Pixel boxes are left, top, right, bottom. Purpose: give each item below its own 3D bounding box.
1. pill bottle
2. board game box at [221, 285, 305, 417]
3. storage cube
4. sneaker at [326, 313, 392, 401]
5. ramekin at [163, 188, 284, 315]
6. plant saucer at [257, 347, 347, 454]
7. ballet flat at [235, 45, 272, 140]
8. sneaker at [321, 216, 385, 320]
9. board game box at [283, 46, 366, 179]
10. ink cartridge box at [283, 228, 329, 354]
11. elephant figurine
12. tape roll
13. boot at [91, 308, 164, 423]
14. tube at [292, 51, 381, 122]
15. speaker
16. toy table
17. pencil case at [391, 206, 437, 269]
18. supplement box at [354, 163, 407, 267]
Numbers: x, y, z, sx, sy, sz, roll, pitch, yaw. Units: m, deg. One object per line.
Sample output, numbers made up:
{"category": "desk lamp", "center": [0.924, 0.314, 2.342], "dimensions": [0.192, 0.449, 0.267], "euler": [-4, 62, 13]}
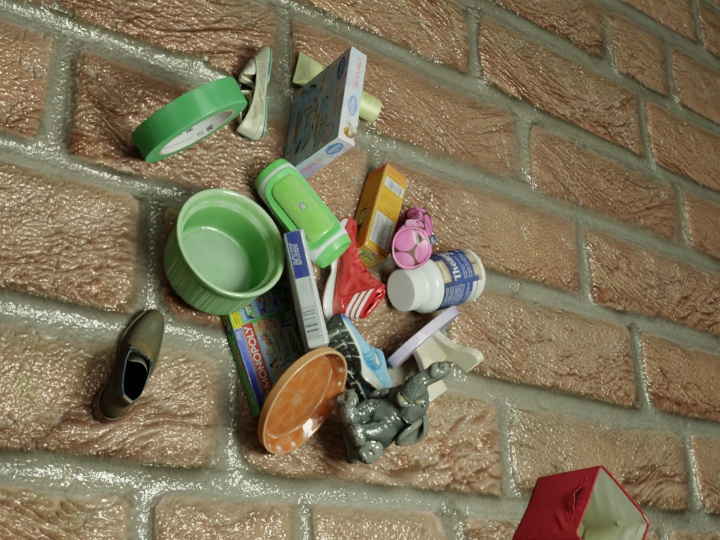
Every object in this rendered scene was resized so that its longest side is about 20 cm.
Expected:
{"category": "pill bottle", "center": [0.150, 0.023, 1.878], "dimensions": [0.197, 0.110, 0.113], "euler": [-12, 81, -41]}
{"category": "board game box", "center": [-0.160, 0.138, 1.635], "dimensions": [0.133, 0.029, 0.204], "euler": [-14, 83, -42]}
{"category": "storage cube", "center": [0.444, 0.524, 1.884], "dimensions": [0.200, 0.179, 0.172], "euler": [47, 51, -14]}
{"category": "sneaker", "center": [-0.002, 0.162, 1.733], "dimensions": [0.203, 0.077, 0.090], "euler": [62, 34, -20]}
{"category": "ramekin", "center": [-0.234, -0.025, 1.571], "dimensions": [0.197, 0.098, 0.204], "euler": [19, 53, -26]}
{"category": "plant saucer", "center": [-0.100, 0.216, 1.572], "dimensions": [0.032, 0.204, 0.198], "euler": [32, 39, 29]}
{"category": "ballet flat", "center": [-0.204, -0.344, 1.762], "dimensions": [0.061, 0.067, 0.205], "euler": [11, 66, -25]}
{"category": "sneaker", "center": [0.000, 0.000, 1.752], "dimensions": [0.078, 0.113, 0.205], "euler": [53, 44, -69]}
{"category": "board game box", "center": [-0.071, -0.287, 1.757], "dimensions": [0.041, 0.198, 0.204], "euler": [23, 60, -30]}
{"category": "ink cartridge box", "center": [-0.099, 0.050, 1.636], "dimensions": [0.042, 0.200, 0.201], "euler": [-12, 78, -9]}
{"category": "elephant figurine", "center": [0.064, 0.249, 1.632], "dimensions": [0.197, 0.155, 0.144], "euler": [-24, 101, -15]}
{"category": "tape roll", "center": [-0.285, -0.252, 1.567], "dimensions": [0.199, 0.199, 0.049], "euler": [-32, 94, -42]}
{"category": "boot", "center": [-0.337, 0.138, 1.444], "dimensions": [0.074, 0.096, 0.203], "euler": [35, 55, -23]}
{"category": "tube", "center": [-0.048, -0.369, 1.911], "dimensions": [0.197, 0.052, 0.058], "euler": [26, 18, -24]}
{"category": "speaker", "center": [-0.106, -0.105, 1.709], "dimensions": [0.088, 0.089, 0.201], "euler": [-32, 79, -41]}
{"category": "toy table", "center": [0.151, 0.165, 1.795], "dimensions": [0.199, 0.184, 0.118], "euler": [-34, 79, -31]}
{"category": "pencil case", "center": [0.105, -0.069, 1.828], "dimensions": [0.200, 0.089, 0.096], "euler": [-76, 156, -76]}
{"category": "supplement box", "center": [0.034, -0.110, 1.865], "dimensions": [0.068, 0.066, 0.203], "euler": [36, 55, -27]}
